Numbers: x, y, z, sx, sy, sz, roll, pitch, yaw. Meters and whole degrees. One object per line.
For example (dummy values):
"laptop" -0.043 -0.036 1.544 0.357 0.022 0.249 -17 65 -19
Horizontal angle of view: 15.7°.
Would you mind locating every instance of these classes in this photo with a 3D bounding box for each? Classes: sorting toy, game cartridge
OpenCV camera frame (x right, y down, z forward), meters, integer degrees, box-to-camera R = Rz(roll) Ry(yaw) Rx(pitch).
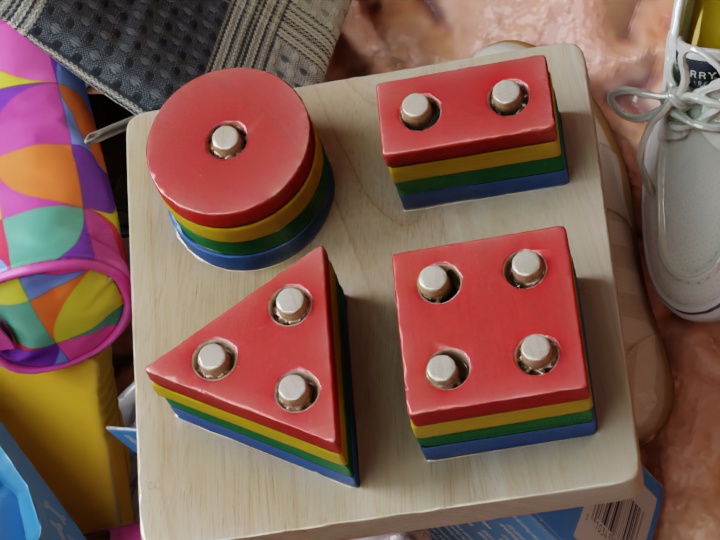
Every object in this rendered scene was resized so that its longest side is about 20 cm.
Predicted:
"sorting toy" 0.000 0.000 1.044 0.198 0.070 0.201 -9 62 8
"game cartridge" -0.190 0.107 1.221 0.176 0.032 0.200 4 124 11

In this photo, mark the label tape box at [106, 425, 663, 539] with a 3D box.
"label tape box" 0.012 0.081 1.148 0.200 0.144 0.063 6 66 32

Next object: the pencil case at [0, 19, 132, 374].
"pencil case" -0.156 -0.052 1.157 0.088 0.088 0.200 -37 50 22

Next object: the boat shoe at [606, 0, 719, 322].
"boat shoe" 0.152 -0.080 1.124 0.074 0.086 0.203 14 90 32

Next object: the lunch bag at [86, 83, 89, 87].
"lunch bag" -0.192 -0.158 1.299 0.200 0.169 0.127 -29 67 26

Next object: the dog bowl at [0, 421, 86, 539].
"dog bowl" -0.186 0.111 1.133 0.111 0.050 0.200 -40 84 24

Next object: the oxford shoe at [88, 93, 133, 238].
"oxford shoe" -0.092 -0.054 1.228 0.199 0.084 0.073 8 73 5

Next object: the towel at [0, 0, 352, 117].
"towel" -0.089 -0.147 1.193 0.035 0.192 0.200 -39 23 43

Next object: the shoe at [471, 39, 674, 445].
"shoe" 0.088 -0.017 1.174 0.070 0.053 0.200 -28 69 26

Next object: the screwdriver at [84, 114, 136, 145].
"screwdriver" -0.072 -0.083 1.204 0.029 0.200 0.028 -6 104 37

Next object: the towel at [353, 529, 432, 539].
"towel" -0.011 0.220 1.167 0.200 0.032 0.191 -24 100 30

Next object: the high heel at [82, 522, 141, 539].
"high heel" -0.156 0.139 1.168 0.200 0.096 0.068 -28 36 33

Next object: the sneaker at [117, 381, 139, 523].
"sneaker" -0.114 0.131 1.269 0.099 0.078 0.200 49 117 11
